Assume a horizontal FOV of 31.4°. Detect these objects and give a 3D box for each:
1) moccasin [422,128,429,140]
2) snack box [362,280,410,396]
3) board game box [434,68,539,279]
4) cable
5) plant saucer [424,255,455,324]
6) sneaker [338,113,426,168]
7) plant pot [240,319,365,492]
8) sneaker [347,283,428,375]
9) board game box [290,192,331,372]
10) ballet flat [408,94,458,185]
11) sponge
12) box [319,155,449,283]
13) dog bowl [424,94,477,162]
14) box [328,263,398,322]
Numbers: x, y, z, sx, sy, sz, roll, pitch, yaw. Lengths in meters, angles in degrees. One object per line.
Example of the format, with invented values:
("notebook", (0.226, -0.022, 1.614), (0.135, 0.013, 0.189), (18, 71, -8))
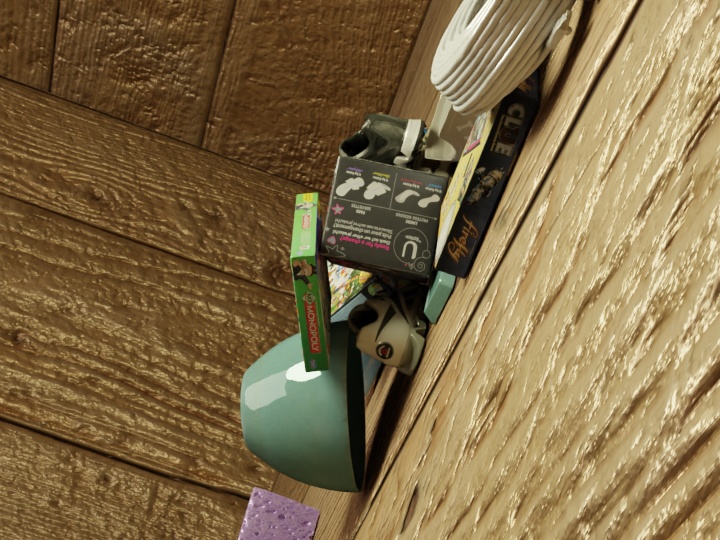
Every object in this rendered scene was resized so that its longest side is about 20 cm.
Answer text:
("moccasin", (0.091, -0.155, 1.720), (0.200, 0.079, 0.069), (-12, -71, -69))
("snack box", (0.021, 0.047, 1.808), (0.201, 0.067, 0.170), (-74, 6, -53))
("board game box", (0.125, -0.111, 1.271), (0.136, 0.034, 0.202), (-78, 7, -59))
("cable", (0.135, -0.233, 1.158), (0.200, 0.069, 0.201), (-50, 13, 36))
("plant saucer", (0.100, -0.037, 1.418), (0.070, 0.019, 0.202), (112, 174, -49))
("sneaker", (0.010, -0.131, 1.609), (0.201, 0.089, 0.067), (118, 168, -51))
("plant pot", (-0.069, 0.163, 1.517), (0.200, 0.132, 0.204), (-3, -90, -85))
("sneaker", (0.031, 0.052, 1.491), (0.200, 0.087, 0.075), (-79, 8, -75))
("board game box", (-0.054, 0.009, 1.445), (0.201, 0.029, 0.137), (-91, -4, -67))
("ballet flat", (0.103, -0.144, 1.602), (0.203, 0.067, 0.075), (-69, 14, -5))
("sponge", (-0.137, 0.433, 1.911), (0.030, 0.110, 0.202), (117, 172, -54))
("box", (0.027, -0.053, 1.479), (0.200, 0.130, 0.117), (66, -145, -86))
("dog bowl", (0.134, -0.217, 1.487), (0.200, 0.058, 0.203), (-162, 90, -86))
("box", (0.000, 0.000, 1.689), (0.136, 0.038, 0.201), (-41, 20, 30))
